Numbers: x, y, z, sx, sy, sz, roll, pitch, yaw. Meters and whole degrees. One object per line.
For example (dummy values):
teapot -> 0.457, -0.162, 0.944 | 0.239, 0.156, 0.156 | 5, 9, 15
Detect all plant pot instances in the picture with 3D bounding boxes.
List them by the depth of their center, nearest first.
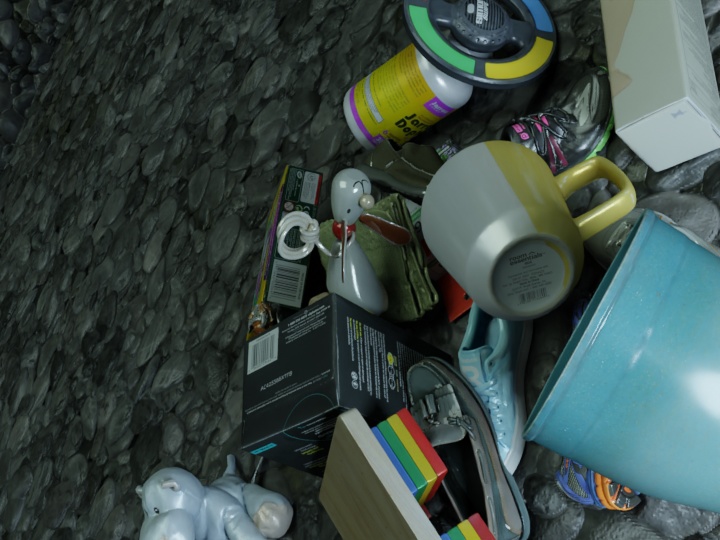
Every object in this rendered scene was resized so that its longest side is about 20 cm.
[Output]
plant pot -> 0.250, 0.087, 0.630 | 0.186, 0.200, 0.202 | 29, 91, 13

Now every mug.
mug -> 0.153, -0.044, 0.803 | 0.188, 0.148, 0.154 | -57, 20, 19

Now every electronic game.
electronic game -> 0.146, -0.301, 1.015 | 0.042, 0.196, 0.203 | 114, 161, -59

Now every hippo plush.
hippo plush -> -0.188, 0.302, 1.043 | 0.158, 0.160, 0.203 | -20, 54, 40

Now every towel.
towel -> 0.015, -0.004, 1.029 | 0.199, 0.036, 0.151 | -17, 88, 55

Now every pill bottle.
pill bottle -> 0.078, -0.243, 1.110 | 0.198, 0.103, 0.106 | -29, 49, 36

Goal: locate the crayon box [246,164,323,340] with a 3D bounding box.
crayon box -> -0.106, -0.014, 1.159 | 0.173, 0.057, 0.204 | 121, 158, -64

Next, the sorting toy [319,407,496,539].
sorting toy -> 0.047, 0.246, 0.791 | 0.201, 0.069, 0.200 | 54, 153, 26

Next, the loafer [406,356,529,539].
loafer -> 0.096, 0.176, 0.808 | 0.072, 0.062, 0.202 | -40, 67, 33

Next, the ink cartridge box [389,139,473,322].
ink cartridge box -> 0.107, -0.051, 1.006 | 0.109, 0.050, 0.202 | -39, 43, 25

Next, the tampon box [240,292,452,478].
tampon box -> -0.009, 0.140, 0.905 | 0.149, 0.199, 0.128 | -28, 49, 32

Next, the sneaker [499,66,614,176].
sneaker -> 0.204, -0.142, 0.924 | 0.201, 0.083, 0.077 | -50, 40, 15

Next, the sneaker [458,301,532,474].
sneaker -> 0.125, 0.116, 0.862 | 0.073, 0.081, 0.204 | -14, 59, 44

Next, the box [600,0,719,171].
box -> 0.304, -0.215, 0.848 | 0.077, 0.094, 0.203 | -22, 52, 39

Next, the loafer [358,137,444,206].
loafer -> 0.066, -0.119, 0.992 | 0.199, 0.075, 0.071 | 29, 94, 51

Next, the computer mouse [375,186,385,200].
computer mouse -> 0.034, -0.076, 1.127 | 0.059, 0.034, 0.203 | -43, 34, 48

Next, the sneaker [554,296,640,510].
sneaker -> 0.208, 0.119, 0.777 | 0.078, 0.075, 0.203 | -21, 52, 43

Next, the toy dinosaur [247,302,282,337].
toy dinosaur -> -0.083, 0.140, 1.024 | 0.101, 0.135, 0.204 | 2, 94, 37

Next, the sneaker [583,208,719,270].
sneaker -> 0.270, -0.023, 0.773 | 0.077, 0.091, 0.199 | -59, 37, 3

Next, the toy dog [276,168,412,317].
toy dog -> 0.000, 0.000, 0.920 | 0.132, 0.202, 0.096 | -41, 50, -19
